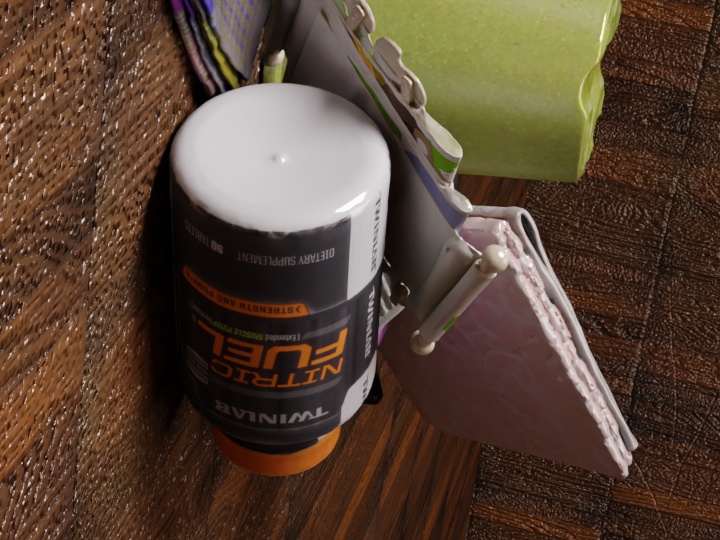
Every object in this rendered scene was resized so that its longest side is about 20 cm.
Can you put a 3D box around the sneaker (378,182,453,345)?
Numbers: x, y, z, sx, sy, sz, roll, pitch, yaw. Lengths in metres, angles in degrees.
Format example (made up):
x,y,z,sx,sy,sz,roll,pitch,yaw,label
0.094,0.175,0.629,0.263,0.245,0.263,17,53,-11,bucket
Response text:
x,y,z,sx,sy,sz,roll,pitch,yaw,label
-0.001,0.000,1.022,0.201,0.072,0.114,-59,177,29,sneaker

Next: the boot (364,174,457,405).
x,y,z,sx,sy,sz,roll,pitch,yaw,label
0.006,0.006,1.262,0.211,0.079,0.160,-12,108,-69,boot

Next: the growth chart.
x,y,z,sx,sy,sz,roll,pitch,yaw,label
0.007,-0.063,0.884,0.018,0.201,0.145,-25,173,-25,growth chart

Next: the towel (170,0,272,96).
x,y,z,sx,sy,sz,roll,pitch,yaw,label
-0.057,-0.179,0.812,0.200,0.023,0.145,78,26,-69,towel

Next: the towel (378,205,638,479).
x,y,z,sx,sy,sz,roll,pitch,yaw,label
0.063,0.032,1.093,0.032,0.190,0.201,-46,123,-26,towel

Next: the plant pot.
x,y,z,sx,sy,sz,roll,pitch,yaw,label
0.056,-0.134,1.062,0.200,0.182,0.203,13,90,-81,plant pot

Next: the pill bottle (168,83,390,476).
x,y,z,sx,sy,sz,roll,pitch,yaw,label
-0.041,0.014,0.903,0.201,0.105,0.107,93,13,-45,pill bottle
